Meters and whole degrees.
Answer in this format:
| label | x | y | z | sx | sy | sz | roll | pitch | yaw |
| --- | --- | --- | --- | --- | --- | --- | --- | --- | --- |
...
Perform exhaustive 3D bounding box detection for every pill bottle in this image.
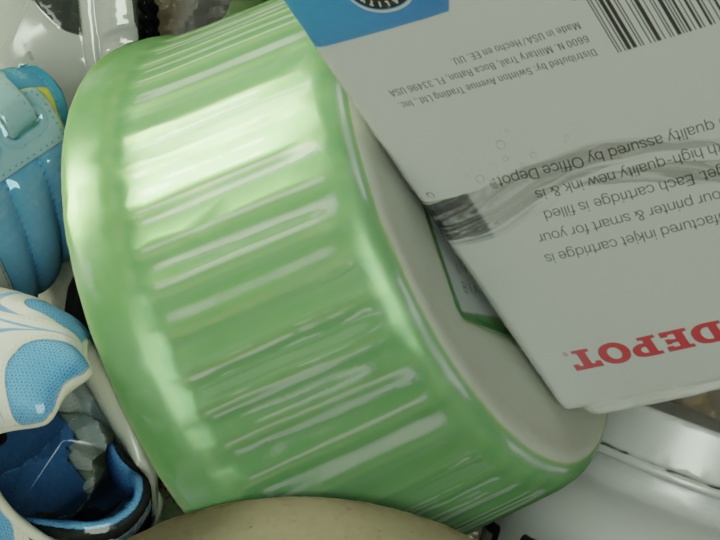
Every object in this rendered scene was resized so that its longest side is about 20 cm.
| label | x | y | z | sx | sy | sz | roll | pitch | yaw |
| --- | --- | --- | --- | --- | --- | --- | --- | --- | --- |
| pill bottle | 0.083 | 0.146 | 0.930 | 0.112 | 0.112 | 0.200 | 20 | 93 | -7 |

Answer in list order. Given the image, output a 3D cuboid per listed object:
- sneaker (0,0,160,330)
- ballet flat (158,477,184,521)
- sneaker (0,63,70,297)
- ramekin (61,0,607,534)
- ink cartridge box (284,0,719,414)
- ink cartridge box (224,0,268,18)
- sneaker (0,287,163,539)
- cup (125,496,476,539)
| label | x | y | z | sx | sy | sz | roll | pitch | yaw |
| --- | --- | --- | --- | --- | --- | --- | --- | --- | --- |
| sneaker | -0.108 | -0.037 | 0.924 | 0.080 | 0.074 | 0.201 | -5 | 81 | 1 |
| ballet flat | -0.148 | 0.095 | 0.916 | 0.200 | 0.076 | 0.064 | -15 | 75 | -32 |
| sneaker | -0.167 | -0.042 | 0.824 | 0.131 | 0.079 | 0.200 | -52 | 130 | -15 |
| ramekin | 0.000 | 0.000 | 0.862 | 0.098 | 0.200 | 0.200 | -23 | 97 | 23 |
| ink cartridge box | 0.083 | -0.065 | 0.772 | 0.145 | 0.084 | 0.200 | -14 | 125 | 33 |
| ink cartridge box | 0.042 | -0.126 | 0.928 | 0.147 | 0.076 | 0.200 | 20 | 91 | -7 |
| sneaker | -0.091 | 0.085 | 0.847 | 0.072 | 0.072 | 0.200 | -42 | 140 | -20 |
| cup | -0.018 | 0.189 | 0.775 | 0.200 | 0.143 | 0.201 | 1 | 117 | 1 |
